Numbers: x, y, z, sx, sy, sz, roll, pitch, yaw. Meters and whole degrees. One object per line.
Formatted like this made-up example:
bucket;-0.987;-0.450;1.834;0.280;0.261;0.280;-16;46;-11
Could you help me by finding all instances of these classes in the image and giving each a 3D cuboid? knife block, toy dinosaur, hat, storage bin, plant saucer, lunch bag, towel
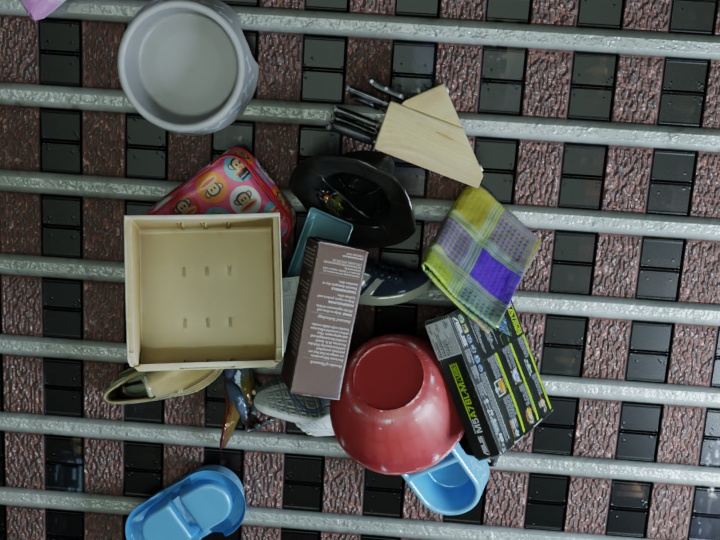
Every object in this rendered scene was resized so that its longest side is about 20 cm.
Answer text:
knife block;0.055;-0.177;1.467;0.175;0.064;0.201;-24;94;7
toy dinosaur;-0.188;0.149;1.562;0.200;0.105;0.182;-30;82;20
hat;0.004;-0.116;1.467;0.200;0.201;0.081;33;60;-5
storage bin;-0.205;0.030;1.407;0.199;0.094;0.199;-2;85;-6
plant saucer;-0.071;0.016;1.493;0.070;0.019;0.201;23;102;17
lunch bag;-0.195;-0.057;1.516;0.200;0.082;0.176;-36;103;13
towel;0.167;-0.023;1.457;0.144;0.200;0.023;43;138;-8

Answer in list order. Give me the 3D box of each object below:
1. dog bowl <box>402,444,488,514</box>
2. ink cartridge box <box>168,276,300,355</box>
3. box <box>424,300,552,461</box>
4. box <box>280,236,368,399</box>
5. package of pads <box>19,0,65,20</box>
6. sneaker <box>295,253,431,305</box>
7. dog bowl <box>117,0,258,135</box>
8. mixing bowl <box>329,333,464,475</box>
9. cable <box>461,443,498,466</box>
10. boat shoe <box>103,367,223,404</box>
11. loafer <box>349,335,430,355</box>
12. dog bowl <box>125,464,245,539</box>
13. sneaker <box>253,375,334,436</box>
dog bowl;0.105;0.270;1.532;0.111;0.050;0.200;-26;113;22
ink cartridge box;-0.161;0.069;1.482;0.199;0.050;0.109;-7;87;-8
box;0.180;0.134;1.464;0.047;0.193;0.201;-21;91;31
box;-0.049;0.061;1.415;0.075;0.100;0.201;12;94;-12
package of pads;-0.398;-0.442;1.431;0.200;0.076;0.121;-36;102;11
sneaker;0.000;0.000;1.516;0.199;0.075;0.085;-3;108;4
dog bowl;-0.242;-0.282;1.470;0.199;0.059;0.201;1;103;2
mixing bowl;0.044;0.162;1.435;0.199;0.108;0.201;-5;62;10
cable;0.128;0.209;1.559;0.163;0.051;0.201;6;125;13
boat shoe;-0.286;0.159;1.544;0.200;0.076;0.072;-24;93;26
loafer;0.054;0.126;1.560;0.199;0.063;0.072;-2;146;6
dog bowl;-0.264;0.371;1.637;0.200;0.050;0.112;-32;100;11
sneaker;-0.066;0.207;1.539;0.199;0.075;0.087;14;134;-28
